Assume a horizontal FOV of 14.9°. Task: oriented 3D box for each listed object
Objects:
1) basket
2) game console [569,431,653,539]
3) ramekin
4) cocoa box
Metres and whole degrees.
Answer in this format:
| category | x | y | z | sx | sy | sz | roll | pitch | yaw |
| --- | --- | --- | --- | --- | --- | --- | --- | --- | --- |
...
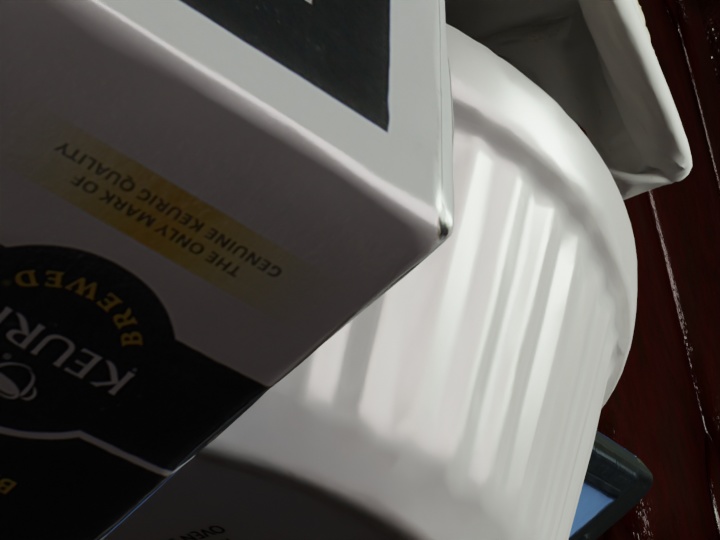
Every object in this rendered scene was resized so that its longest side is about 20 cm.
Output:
| category | x | y | z | sx | sy | sz | roll | pitch | yaw |
| --- | --- | --- | --- | --- | --- | --- | --- | --- | --- |
| basket | 0.054 | -0.124 | 1.219 | 0.200 | 0.135 | 0.124 | 59 | 19 | -50 |
| game console | 0.050 | 0.151 | 0.975 | 0.119 | 0.171 | 0.200 | 51 | 6 | 18 |
| ramekin | -0.045 | 0.030 | 0.564 | 0.203 | 0.201 | 0.095 | 59 | 32 | -49 |
| cocoa box | -0.103 | -0.057 | 0.369 | 0.199 | 0.131 | 0.134 | 31 | 36 | -25 |
